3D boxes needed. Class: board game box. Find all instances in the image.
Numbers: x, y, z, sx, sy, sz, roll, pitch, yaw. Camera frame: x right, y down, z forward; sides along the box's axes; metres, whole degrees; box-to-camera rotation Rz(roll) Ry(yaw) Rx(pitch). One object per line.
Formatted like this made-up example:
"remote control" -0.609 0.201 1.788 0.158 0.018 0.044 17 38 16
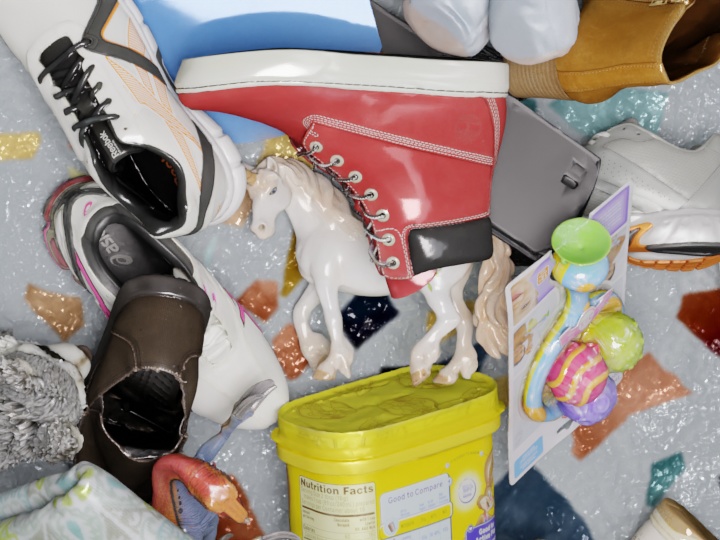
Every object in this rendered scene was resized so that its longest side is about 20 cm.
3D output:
"board game box" -0.080 -0.178 1.359 0.157 0.039 0.201 -16 104 1

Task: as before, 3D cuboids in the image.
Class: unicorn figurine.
"unicorn figurine" 0.000 0.000 1.405 0.198 0.074 0.138 2 92 -8

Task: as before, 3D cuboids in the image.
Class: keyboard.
"keyboard" 0.060 -0.098 1.406 0.199 0.040 0.104 35 86 1

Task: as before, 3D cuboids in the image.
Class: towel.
"towel" -0.156 0.190 1.322 0.171 0.199 0.048 38 50 -27

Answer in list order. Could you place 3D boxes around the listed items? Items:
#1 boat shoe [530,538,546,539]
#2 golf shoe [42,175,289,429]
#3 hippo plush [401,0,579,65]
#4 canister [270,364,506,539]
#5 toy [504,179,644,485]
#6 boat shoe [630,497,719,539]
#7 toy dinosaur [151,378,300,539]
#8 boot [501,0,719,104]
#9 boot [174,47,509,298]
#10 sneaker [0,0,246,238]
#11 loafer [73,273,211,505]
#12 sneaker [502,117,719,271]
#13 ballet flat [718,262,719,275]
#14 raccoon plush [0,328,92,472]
"boat shoe" 0.080 0.251 1.391 0.202 0.075 0.075 -46 127 -24
"golf shoe" -0.113 0.030 1.369 0.073 0.092 0.200 -46 112 -6
"hippo plush" 0.086 -0.237 1.311 0.161 0.159 0.201 -51 155 -38
"canister" 0.021 0.175 1.428 0.148 0.086 0.201 -14 108 -38
"toy" 0.141 0.049 1.404 0.115 0.047 0.201 -40 145 -25
"boat shoe" 0.247 0.238 1.538 0.069 0.074 0.200 -42 109 8
"toy dinosaur" -0.100 0.165 1.337 0.200 0.105 0.182 -39 151 1
"boot" 0.187 -0.165 1.360 0.201 0.143 0.071 -49 121 -33
"boot" -0.013 -0.057 1.327 0.199 0.072 0.145 4 97 -14
"sneaker" -0.146 -0.102 1.315 0.074 0.080 0.200 -41 93 25
"loafer" -0.136 0.087 1.339 0.072 0.072 0.201 10 138 -5
"sneaker" 0.145 -0.053 1.451 0.199 0.076 0.093 4 73 -9
"ballet flat" 0.282 0.032 1.513 0.071 0.072 0.201 -29 106 -9
"raccoon plush" -0.234 0.113 1.324 0.097 0.134 0.200 36 89 -21
